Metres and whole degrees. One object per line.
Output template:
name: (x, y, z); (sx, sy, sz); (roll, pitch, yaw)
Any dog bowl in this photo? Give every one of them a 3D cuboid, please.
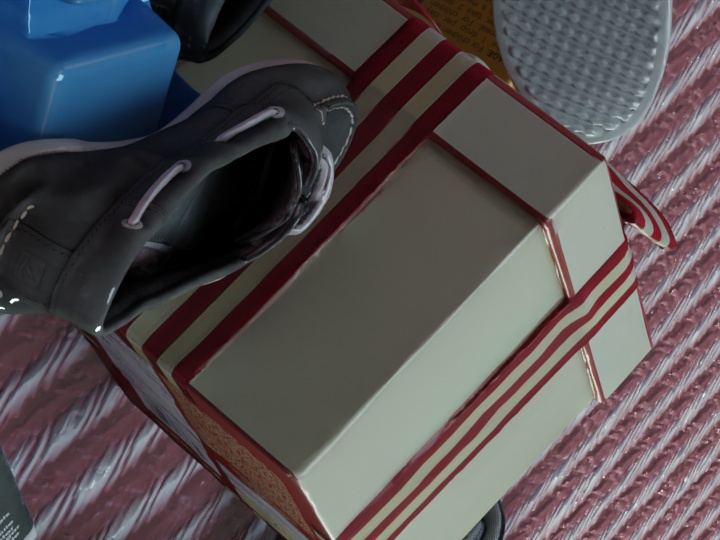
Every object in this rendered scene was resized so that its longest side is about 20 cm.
dog bowl: (-0.086, -0.086, 0.813); (0.111, 0.049, 0.201); (-23, 138, -55)

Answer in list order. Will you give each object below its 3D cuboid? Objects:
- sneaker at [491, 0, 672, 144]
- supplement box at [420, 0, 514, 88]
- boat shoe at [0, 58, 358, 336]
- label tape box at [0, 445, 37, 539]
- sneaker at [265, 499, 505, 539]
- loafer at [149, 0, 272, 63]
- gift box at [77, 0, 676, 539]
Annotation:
sneaker: (0.088, -0.158, 1.069); (0.114, 0.072, 0.201); (-62, 145, -74)
supplement box: (0.099, -0.162, 1.179); (0.200, 0.069, 0.067); (-59, 156, -6)
boat shoe: (-0.048, -0.019, 0.833); (0.200, 0.057, 0.067); (-23, 138, -55)
label tape box: (-0.185, 0.086, 0.832); (0.144, 0.063, 0.200); (-45, 164, -16)
sneaker: (0.006, 0.146, 1.217); (0.075, 0.114, 0.201); (9, 84, -31)
loafer: (-0.020, -0.139, 0.956); (0.201, 0.070, 0.068); (-45, 153, -32)
gift box: (0.000, 0.000, 1.035); (0.187, 0.184, 0.200); (-46, 158, -10)
